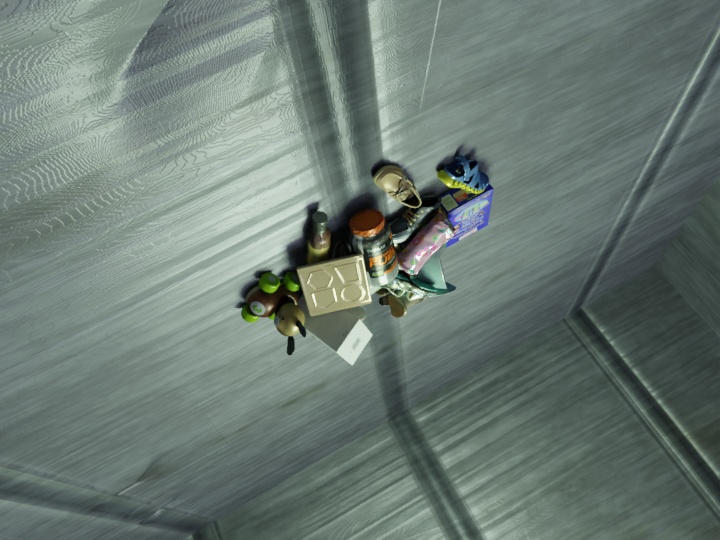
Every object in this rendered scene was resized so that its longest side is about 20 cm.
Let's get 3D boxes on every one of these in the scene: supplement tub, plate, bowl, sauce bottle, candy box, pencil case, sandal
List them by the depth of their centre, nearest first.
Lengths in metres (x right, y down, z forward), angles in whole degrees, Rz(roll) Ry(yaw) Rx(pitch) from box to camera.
[{"bbox_3d":[-0.111,-0.079,1.490,0.065,0.066,0.201,-20,148,-21],"label":"sauce bottle"},{"bbox_3d":[0.035,-0.064,1.564,0.121,0.123,0.201,-26,133,-11],"label":"supplement tub"},{"bbox_3d":[0.309,-0.276,1.592,0.199,0.080,0.087,-2,136,-46],"label":"sandal"},{"bbox_3d":[0.194,-0.078,1.646,0.200,0.088,0.087,-46,150,17],"label":"pencil case"},{"bbox_3d":[0.319,-0.181,1.748,0.168,0.077,0.201,-28,151,-9],"label":"candy box"},{"bbox_3d":[0.202,-0.029,1.780,0.104,0.203,0.201,-14,154,8],"label":"bowl"},{"bbox_3d":[0.219,0.054,1.867,0.198,0.199,0.026,-13,103,-32],"label":"plate"}]

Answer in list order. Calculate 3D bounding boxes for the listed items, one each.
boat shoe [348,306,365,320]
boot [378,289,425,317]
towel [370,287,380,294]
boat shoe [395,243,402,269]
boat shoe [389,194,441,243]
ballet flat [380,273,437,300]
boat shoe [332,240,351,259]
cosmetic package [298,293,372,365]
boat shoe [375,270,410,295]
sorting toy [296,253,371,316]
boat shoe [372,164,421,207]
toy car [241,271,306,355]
[{"bbox_3d":[-0.084,0.176,1.930,0.198,0.075,0.093,-6,150,-27],"label":"boat shoe"},{"bbox_3d":[0.157,0.101,1.884,0.145,0.200,0.071,-10,106,-23],"label":"boot"},{"bbox_3d":[0.029,0.049,1.784,0.170,0.049,0.200,-30,172,4],"label":"towel"},{"bbox_3d":[0.097,-0.053,1.742,0.068,0.075,0.200,-23,149,8],"label":"boat shoe"},{"bbox_3d":[0.148,-0.157,1.629,0.199,0.071,0.091,-29,153,-22],"label":"boat shoe"},{"bbox_3d":[0.140,0.053,1.692,0.198,0.075,0.074,21,127,-23],"label":"ballet flat"},{"bbox_3d":[-0.038,0.012,1.621,0.072,0.059,0.202,-33,126,-47],"label":"boat shoe"},{"bbox_3d":[-0.089,0.169,1.723,0.124,0.199,0.200,-55,159,-10],"label":"cosmetic package"},{"bbox_3d":[0.136,0.019,1.909,0.198,0.072,0.076,-29,168,9],"label":"boat shoe"},{"bbox_3d":[-0.070,0.038,1.558,0.183,0.037,0.201,-12,133,-1],"label":"sorting toy"},{"bbox_3d":[0.105,-0.219,1.481,0.071,0.065,0.199,-43,151,20],"label":"boat shoe"},{"bbox_3d":[-0.220,0.132,1.567,0.157,0.201,0.165,-2,141,-43],"label":"toy car"}]
